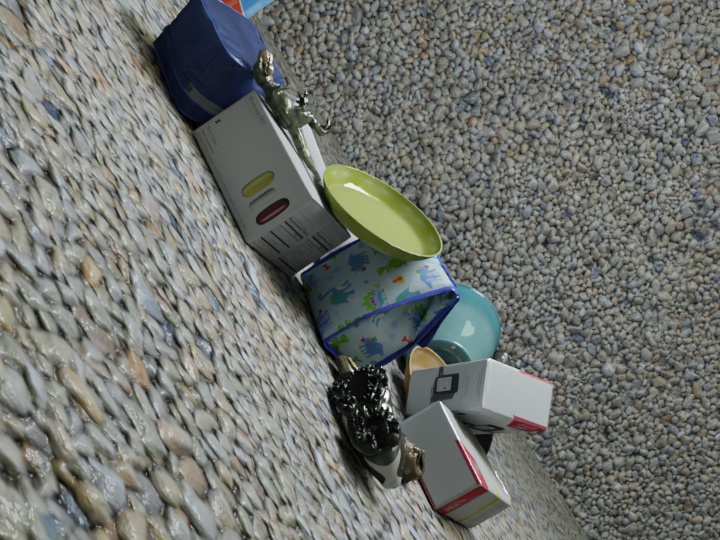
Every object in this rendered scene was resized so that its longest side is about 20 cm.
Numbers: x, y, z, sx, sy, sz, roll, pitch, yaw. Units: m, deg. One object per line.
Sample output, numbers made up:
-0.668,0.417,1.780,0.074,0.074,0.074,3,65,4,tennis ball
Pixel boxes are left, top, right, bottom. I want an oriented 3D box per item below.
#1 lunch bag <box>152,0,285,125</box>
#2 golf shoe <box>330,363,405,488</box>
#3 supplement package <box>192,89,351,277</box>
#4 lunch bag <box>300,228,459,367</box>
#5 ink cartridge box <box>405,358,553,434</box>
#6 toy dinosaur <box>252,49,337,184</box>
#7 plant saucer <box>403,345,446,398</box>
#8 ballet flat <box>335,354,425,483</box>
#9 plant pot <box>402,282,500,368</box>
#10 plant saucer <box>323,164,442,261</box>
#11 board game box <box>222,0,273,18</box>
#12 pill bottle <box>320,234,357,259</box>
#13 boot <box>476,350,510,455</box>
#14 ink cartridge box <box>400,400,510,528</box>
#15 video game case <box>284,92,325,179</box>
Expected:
-0.217,-0.300,1.494,0.136,0.132,0.201,26,30,-46,lunch bag
0.012,0.191,1.263,0.200,0.077,0.095,-102,176,-65,golf shoe
-0.123,-0.121,1.442,0.201,0.111,0.156,61,8,25,supplement package
0.033,0.035,1.485,0.128,0.199,0.170,51,9,-40,lunch bag
0.189,0.210,1.663,0.145,0.200,0.084,21,68,-30,ink cartridge box
-0.085,-0.214,1.427,0.088,0.047,0.201,-27,87,-51,toy dinosaur
0.131,0.232,1.818,0.200,0.035,0.201,45,28,-33,plant saucer
0.030,0.196,1.392,0.201,0.046,0.067,58,7,1,ballet flat
0.167,0.150,1.990,0.201,0.199,0.188,56,22,-12,plant pot
0.025,-0.075,1.441,0.199,0.031,0.200,30,25,-15,plant saucer
-0.308,-0.706,2.478,0.201,0.153,0.040,59,9,14,board game box
0.000,0.000,1.751,0.201,0.113,0.113,60,8,20,pill bottle
0.245,0.264,1.954,0.069,0.201,0.132,21,24,18,boot
0.146,0.304,1.575,0.146,0.083,0.200,62,9,29,ink cartridge box
-0.125,-0.211,1.624,0.182,0.023,0.201,33,-26,43,video game case
